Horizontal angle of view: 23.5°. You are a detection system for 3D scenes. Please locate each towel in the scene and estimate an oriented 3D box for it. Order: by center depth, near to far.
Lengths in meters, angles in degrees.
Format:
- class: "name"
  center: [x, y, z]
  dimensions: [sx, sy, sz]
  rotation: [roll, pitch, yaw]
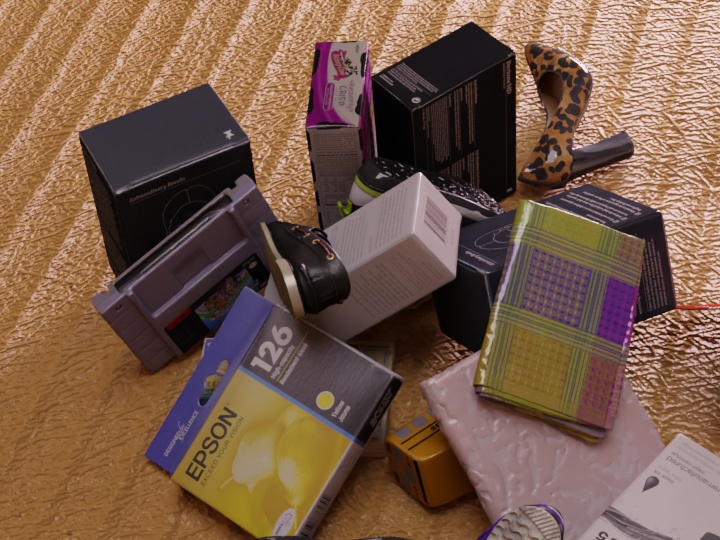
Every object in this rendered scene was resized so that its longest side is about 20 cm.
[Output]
- class: "towel"
  center: [0.185, 0.046, 1.603]
  dimensions: [0.143, 0.023, 0.201]
  rotation: [19, 73, -16]
- class: "towel"
  center: [0.175, 0.149, 1.607]
  dimensions: [0.191, 0.032, 0.200]
  rotation: [-29, 90, -23]

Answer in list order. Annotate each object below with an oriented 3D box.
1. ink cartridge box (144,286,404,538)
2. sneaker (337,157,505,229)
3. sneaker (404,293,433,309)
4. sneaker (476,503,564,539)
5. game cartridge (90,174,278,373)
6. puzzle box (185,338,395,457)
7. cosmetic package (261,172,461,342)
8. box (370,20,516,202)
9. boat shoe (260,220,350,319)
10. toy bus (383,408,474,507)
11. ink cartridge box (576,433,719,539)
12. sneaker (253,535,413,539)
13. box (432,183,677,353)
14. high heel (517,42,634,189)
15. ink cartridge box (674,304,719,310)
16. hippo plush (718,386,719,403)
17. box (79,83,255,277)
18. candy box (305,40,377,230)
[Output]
- class: "ink cartridge box"
  center: [-0.090, 0.138, 1.644]
  dimensions: [0.200, 0.047, 0.198]
  rotation: [29, 86, 23]
- class: "sneaker"
  center: [0.065, -0.056, 1.786]
  dimensions: [0.199, 0.083, 0.072]
  rotation: [17, 22, -27]
- class: "sneaker"
  center: [0.024, 0.006, 1.807]
  dimensions: [0.199, 0.075, 0.089]
  rotation: [-6, 51, -3]
- class: "sneaker"
  center: [0.106, 0.277, 1.525]
  dimensions: [0.200, 0.099, 0.070]
  rotation: [-42, 83, 14]
- class: "game cartridge"
  center: [-0.163, 0.007, 1.750]
  dimensions: [0.200, 0.130, 0.038]
  rotation: [-40, 49, -6]
- class: "puzzle box"
  center: [-0.067, 0.125, 1.731]
  dimensions: [0.199, 0.025, 0.133]
  rotation: [0, 46, 6]
- class: "cosmetic package"
  center: [0.000, 0.000, 1.710]
  dimensions: [0.200, 0.071, 0.102]
  rotation: [-30, 30, 29]
- class: "box"
  center: [0.092, -0.143, 1.850]
  dimensions: [0.141, 0.200, 0.079]
  rotation: [-29, 50, -22]
- class: "boat shoe"
  center: [-0.055, -0.006, 1.652]
  dimensions: [0.063, 0.074, 0.201]
  rotation: [-19, 18, -8]
- class: "toy bus"
  center: [0.126, 0.146, 1.660]
  dimensions: [0.200, 0.065, 0.078]
  rotation: [-31, 36, -23]
- class: "ink cartridge box"
  center: [0.279, 0.263, 1.527]
  dimensions: [0.145, 0.084, 0.200]
  rotation: [32, 57, 30]
- class: "sneaker"
  center: [-0.035, 0.293, 1.546]
  dimensions: [0.199, 0.060, 0.105]
  rotation: [4, 66, -13]
- class: "box"
  center: [0.187, 0.004, 1.723]
  dimensions: [0.199, 0.107, 0.148]
  rotation: [-18, 20, -17]
- class: "high heel"
  center: [0.200, -0.179, 1.960]
  dimensions: [0.142, 0.072, 0.200]
  rotation: [-20, 57, -22]
- class: "ink cartridge box"
  center: [0.398, 0.016, 1.684]
  dimensions: [0.173, 0.200, 0.044]
  rotation: [-1, 89, -3]
- class: "hippo plush"
  center: [0.425, 0.085, 1.632]
  dimensions: [0.160, 0.160, 0.200]
  rotation: [17, 51, 19]
- class: "box"
  center: [-0.190, -0.066, 1.794]
  dimensions: [0.148, 0.200, 0.107]
  rotation: [-22, 49, -16]
- class: "candy box"
  center: [-0.015, -0.124, 1.842]
  dimensions: [0.061, 0.200, 0.137]
  rotation: [0, 48, 6]
